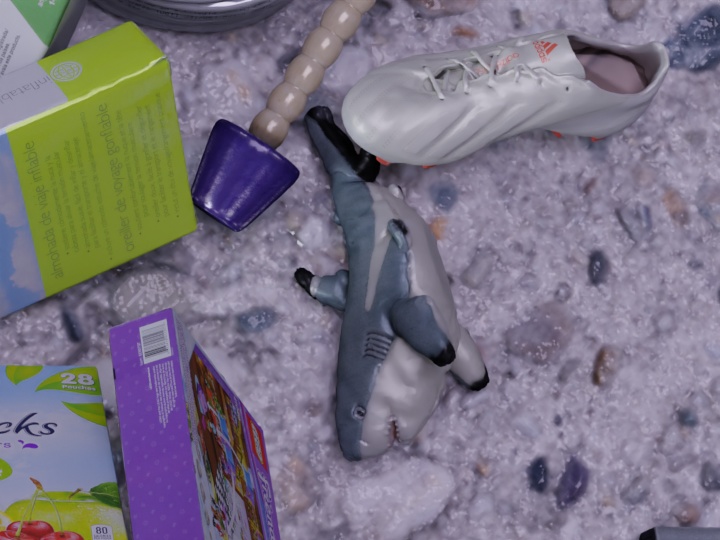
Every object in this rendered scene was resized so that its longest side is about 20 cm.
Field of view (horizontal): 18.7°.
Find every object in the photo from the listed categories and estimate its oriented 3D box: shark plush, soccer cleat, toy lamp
[{"bbox_3d":[0.000,0.000,1.212,0.083,0.091,0.201,-21,84,12],"label":"shark plush"},{"bbox_3d":[0.083,-0.105,1.233,0.199,0.078,0.069,-8,67,-29],"label":"soccer cleat"},{"bbox_3d":[-0.028,-0.113,1.221,0.058,0.058,0.200,33,88,-3],"label":"toy lamp"}]

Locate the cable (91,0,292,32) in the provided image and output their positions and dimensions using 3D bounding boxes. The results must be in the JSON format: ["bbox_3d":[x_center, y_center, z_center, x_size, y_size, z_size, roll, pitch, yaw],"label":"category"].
[{"bbox_3d":[-0.099,-0.235,1.251,0.199,0.069,0.201,-9,78,-16],"label":"cable"}]

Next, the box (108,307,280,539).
[{"bbox_3d":[-0.074,0.138,1.082,0.039,0.137,0.200,-18,55,9],"label":"box"}]

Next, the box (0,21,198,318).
[{"bbox_3d":[-0.188,-0.037,1.145,0.200,0.122,0.048,-26,46,-20],"label":"box"}]

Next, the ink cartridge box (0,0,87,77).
[{"bbox_3d":[-0.238,-0.186,1.153,0.200,0.145,0.084,28,37,-5],"label":"ink cartridge box"}]

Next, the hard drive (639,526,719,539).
[{"bbox_3d":[0.259,0.216,1.228,0.199,0.033,0.140,2,74,-13],"label":"hard drive"}]

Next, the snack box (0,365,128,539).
[{"bbox_3d":[-0.222,0.114,1.072,0.199,0.169,0.068,3,118,-13],"label":"snack box"}]
